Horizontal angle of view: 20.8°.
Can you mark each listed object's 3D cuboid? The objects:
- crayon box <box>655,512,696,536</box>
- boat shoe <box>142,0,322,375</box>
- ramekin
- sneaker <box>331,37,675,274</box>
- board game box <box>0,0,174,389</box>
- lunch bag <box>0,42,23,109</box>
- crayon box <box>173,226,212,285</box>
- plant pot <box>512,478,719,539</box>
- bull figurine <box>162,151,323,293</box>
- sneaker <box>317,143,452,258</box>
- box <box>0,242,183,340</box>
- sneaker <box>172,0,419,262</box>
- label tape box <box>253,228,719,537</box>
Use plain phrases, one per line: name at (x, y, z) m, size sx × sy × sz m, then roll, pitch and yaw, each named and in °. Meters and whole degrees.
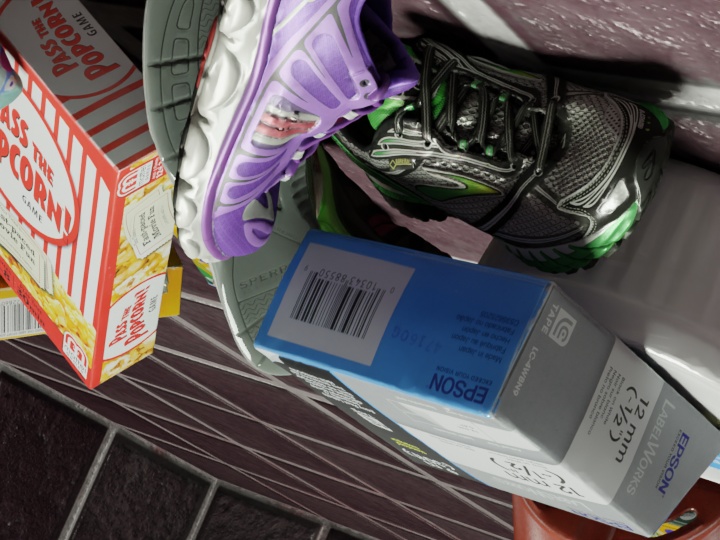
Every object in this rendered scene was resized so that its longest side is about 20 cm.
crayon box at (0.306, 0.215, 1.555) m, size 0.199 × 0.052 × 0.125 m, roll 33°, pitch 166°, yaw -37°
boat shoe at (-0.054, -0.052, 0.885) m, size 0.065 × 0.074 × 0.204 m, roll -125°, pitch 17°, yaw -64°
ramekin at (0.145, 0.022, 0.917) m, size 0.201 × 0.095 × 0.203 m, roll 24°, pitch 166°, yaw 6°
sneaker at (0.048, -0.054, 0.830) m, size 0.085 × 0.079 × 0.199 m, roll 33°, pitch 166°, yaw -38°
board game box at (-0.156, -0.054, 0.993) m, size 0.152 × 0.046 × 0.201 m, roll 48°, pitch 150°, yaw 20°
lunch bag at (-0.263, -0.151, 0.863) m, size 0.200 × 0.122 × 0.171 m, roll 51°, pitch 176°, yaw 21°
crayon box at (-0.053, -0.013, 1.292) m, size 0.125 × 0.052 × 0.200 m, roll 22°, pitch 168°, yaw 11°
plant pot at (0.179, 0.171, 1.259) m, size 0.199 × 0.201 × 0.196 m, roll 18°, pitch 147°, yaw 26°
bull figurine at (-0.080, -0.054, 1.024) m, size 0.065 × 0.123 × 0.200 m, roll -6°, pitch 177°, yaw -28°
sneaker at (0.000, 0.000, 1.042) m, size 0.083 × 0.077 × 0.200 m, roll 25°, pitch -159°, yaw -45°
box at (-0.189, -0.037, 1.164) m, size 0.118 × 0.042 × 0.200 m, roll -7°, pitch -144°, yaw -19°
sneaker at (-0.024, -0.069, 0.766) m, size 0.083 × 0.081 × 0.201 m, roll 16°, pitch 140°, yaw -7°
label tape box at (0.069, 0.063, 0.869) m, size 0.143 × 0.067 × 0.200 m, roll 13°, pitch 160°, yaw 44°
